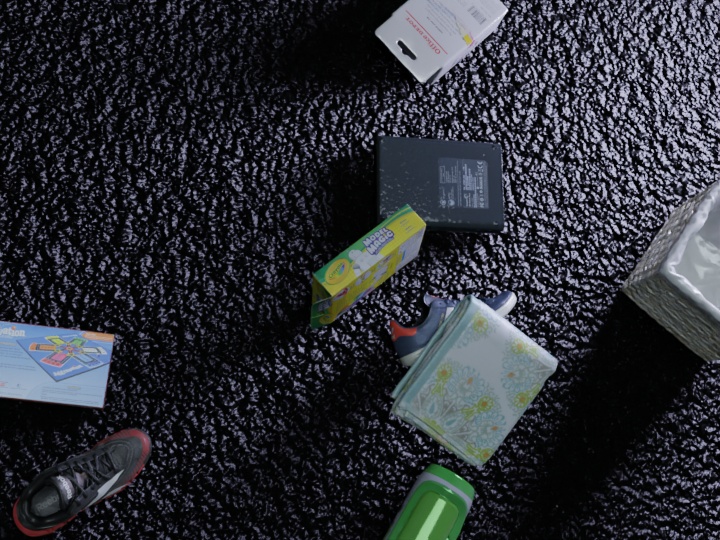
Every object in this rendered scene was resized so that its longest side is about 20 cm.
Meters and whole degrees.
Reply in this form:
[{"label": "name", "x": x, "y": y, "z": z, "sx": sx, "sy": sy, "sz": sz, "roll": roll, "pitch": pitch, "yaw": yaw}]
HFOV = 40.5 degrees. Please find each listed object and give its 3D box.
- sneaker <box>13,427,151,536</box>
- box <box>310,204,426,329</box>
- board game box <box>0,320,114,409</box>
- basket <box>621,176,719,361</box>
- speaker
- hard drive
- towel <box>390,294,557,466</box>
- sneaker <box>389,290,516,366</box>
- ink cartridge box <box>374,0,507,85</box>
[{"label": "sneaker", "x": -0.358, "y": 0.272, "z": 1.264, "sx": 0.200, "sy": 0.098, "sz": 0.071, "roll": -32, "pitch": 83, "yaw": -18}, {"label": "box", "x": 0.000, "y": 0.000, "z": 1.390, "sx": 0.200, "sy": 0.117, "sz": 0.048, "roll": -39, "pitch": 75, "yaw": -18}, {"label": "board game box", "x": -0.441, "y": 0.126, "z": 1.322, "sx": 0.199, "sy": 0.019, "sz": 0.104, "roll": 8, "pitch": 77, "yaw": -9}, {"label": "basket", "x": 0.542, "y": 0.004, "z": 1.477, "sx": 0.200, "sy": 0.161, "sz": 0.199, "roll": 38, "pitch": 73, "yaw": 0}, {"label": "speaker", "x": 0.078, "y": 0.370, "z": 1.336, "sx": 0.088, "sy": 0.088, "sz": 0.201, "roll": 33, "pitch": 73, "yaw": -2}, {"label": "hard drive", "x": 0.118, "y": -0.131, "z": 1.490, "sx": 0.199, "sy": 0.033, "sz": 0.141, "roll": 3, "pitch": 76, "yaw": -11}, {"label": "towel", "x": 0.158, "y": 0.160, "z": 1.381, "sx": 0.171, "sy": 0.048, "sz": 0.200, "roll": 37, "pitch": 91, "yaw": -18}, {"label": "sneaker", "x": 0.132, "y": 0.061, "z": 1.425, "sx": 0.199, "sy": 0.075, "sz": 0.085, "roll": -27, "pitch": 88, "yaw": -16}, {"label": "ink cartridge box", "x": 0.119, "y": -0.378, "z": 1.531, "sx": 0.200, "sy": 0.068, "sz": 0.117, "roll": -42, "pitch": 87, "yaw": -19}]
